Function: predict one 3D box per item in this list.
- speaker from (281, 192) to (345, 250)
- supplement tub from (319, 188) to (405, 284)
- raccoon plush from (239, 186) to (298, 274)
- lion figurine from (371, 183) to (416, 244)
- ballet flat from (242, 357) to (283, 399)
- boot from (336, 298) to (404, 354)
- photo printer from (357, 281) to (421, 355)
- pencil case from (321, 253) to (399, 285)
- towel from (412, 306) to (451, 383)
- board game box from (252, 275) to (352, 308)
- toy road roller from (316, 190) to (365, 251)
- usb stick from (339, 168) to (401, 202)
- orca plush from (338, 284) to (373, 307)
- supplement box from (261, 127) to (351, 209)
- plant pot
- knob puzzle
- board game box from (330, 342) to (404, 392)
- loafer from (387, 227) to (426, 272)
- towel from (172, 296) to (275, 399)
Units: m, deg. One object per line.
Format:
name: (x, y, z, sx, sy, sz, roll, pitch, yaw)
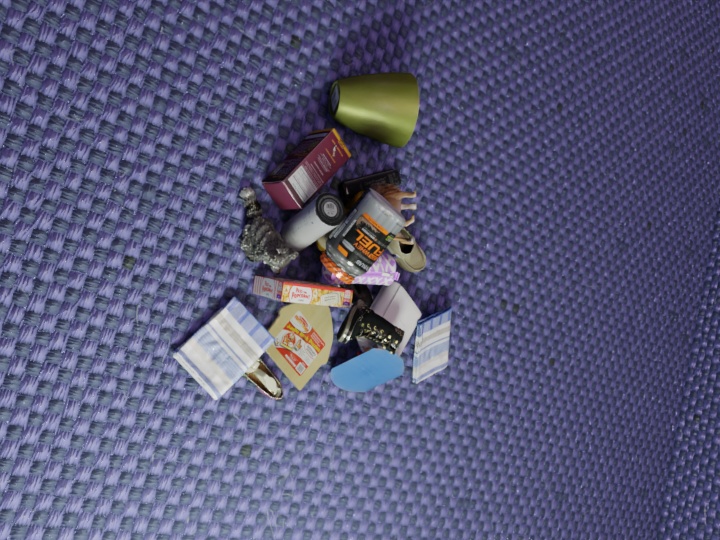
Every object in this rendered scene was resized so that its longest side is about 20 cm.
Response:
speaker: (-0.116, -0.112, 1.599, 0.079, 0.199, 0.083, 10, 70, -28)
supplement tub: (0.002, -0.077, 1.558, 0.122, 0.123, 0.201, 33, 102, -33)
raccoon plush: (-0.225, -0.089, 1.563, 0.096, 0.133, 0.204, -35, 113, -28)
lion figurine: (0.076, -0.140, 1.648, 0.203, 0.119, 0.074, -81, 169, -45)
ballet flat: (-0.248, 0.239, 1.608, 0.070, 0.070, 0.201, -52, 120, -21)
boot: (0.029, 0.152, 1.649, 0.152, 0.204, 0.074, 33, 109, 1)
photo printer: (0.074, 0.154, 1.829, 0.202, 0.068, 0.167, -58, 138, -19)
pencil case: (0.000, 0.000, 1.696, 0.195, 0.086, 0.086, 0, 121, -27)
towel: (0.209, 0.216, 1.943, 0.145, 0.024, 0.205, -20, 123, -36)
board game box: (-0.139, 0.052, 1.627, 0.196, 0.150, 0.048, 8, 91, -37)
toy road roller: (-0.021, -0.126, 1.712, 0.196, 0.123, 0.149, 6, 56, -37)
usb stick: (0.027, -0.230, 1.808, 0.197, 0.032, 0.057, -20, 98, -34)
orca plush: (-0.012, 0.022, 1.770, 0.104, 0.070, 0.204, -31, 111, -31)
supplement box: (-0.131, -0.246, 1.639, 0.201, 0.109, 0.086, -50, 119, -23)
plant pot: (0.023, -0.421, 1.720, 0.195, 0.186, 0.193, 3, 91, -21)
knob puzzle: (-0.147, 0.165, 1.704, 0.215, 0.030, 0.226, -3, 94, -36)
board game box: (0.017, 0.250, 1.771, 0.158, 0.197, 0.040, 43, 28, -43)
loafer: (0.127, -0.057, 1.865, 0.199, 0.067, 0.077, 40, 70, -39)
towel: (-0.310, 0.175, 1.540, 0.147, 0.024, 0.200, 46, 67, -1)
